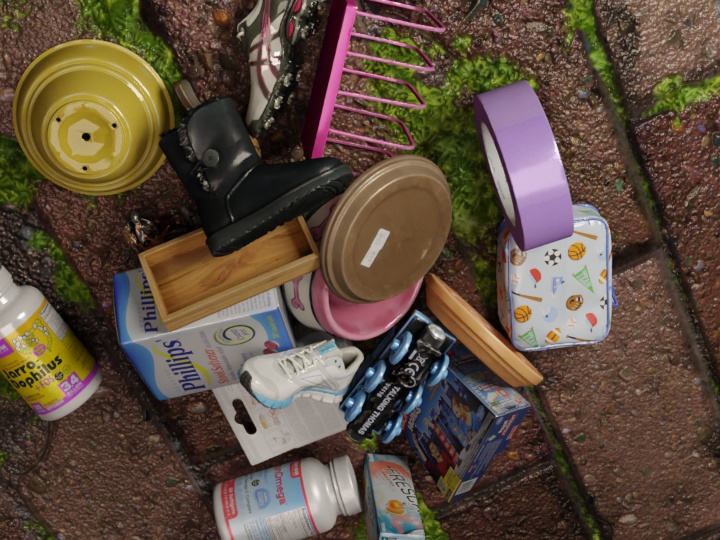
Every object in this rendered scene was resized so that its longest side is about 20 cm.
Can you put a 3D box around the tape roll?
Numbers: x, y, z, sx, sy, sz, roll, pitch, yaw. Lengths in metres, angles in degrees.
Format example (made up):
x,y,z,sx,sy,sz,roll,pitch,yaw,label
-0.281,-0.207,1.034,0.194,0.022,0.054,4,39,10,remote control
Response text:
x,y,z,sx,sy,sz,roll,pitch,yaw,label
0.199,-0.128,1.336,0.065,0.200,0.201,-18,114,3,tape roll

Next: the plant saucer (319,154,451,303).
x,y,z,sx,sy,sz,roll,pitch,yaw,label
0.038,-0.043,1.317,0.199,0.029,0.201,-23,132,-28,plant saucer

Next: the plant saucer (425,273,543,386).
x,y,z,sx,sy,sz,roll,pitch,yaw,label
0.154,0.084,1.423,0.200,0.200,0.037,41,94,-20,plant saucer

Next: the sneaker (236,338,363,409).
x,y,z,sx,sy,sz,roll,pitch,yaw,label
-0.071,0.119,1.370,0.199,0.075,0.087,1,135,-53,sneaker

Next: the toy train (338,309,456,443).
x,y,z,sx,sy,sz,roll,pitch,yaw,label
0.045,0.135,1.426,0.086,0.114,0.200,31,113,-12,toy train

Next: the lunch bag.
x,y,z,sx,sy,sz,roll,pitch,yaw,label
0.267,0.013,1.476,0.159,0.076,0.201,-8,113,-5,lunch bag

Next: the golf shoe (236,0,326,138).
x,y,z,sx,sy,sz,roll,pitch,yaw,label
-0.111,-0.263,1.327,0.088,0.077,0.201,23,108,7,golf shoe

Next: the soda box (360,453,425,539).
x,y,z,sx,sy,sz,roll,pitch,yaw,label
0.042,0.337,1.524,0.063,0.200,0.069,6,112,-8,soda box

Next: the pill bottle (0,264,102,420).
x,y,z,sx,sy,sz,roll,pitch,yaw,label
-0.434,0.092,1.421,0.104,0.104,0.200,-31,113,8,pill bottle

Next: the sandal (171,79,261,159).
x,y,z,sx,sy,sz,roll,pitch,yaw,label
-0.161,-0.162,1.363,0.054,0.082,0.200,-38,106,-9,sandal

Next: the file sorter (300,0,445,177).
x,y,z,sx,sy,sz,roll,pitch,yaw,label
0.012,-0.221,1.311,0.125,0.139,0.201,10,112,-12,file sorter

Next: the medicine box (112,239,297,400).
x,y,z,sx,sy,sz,roll,pitch,yaw,label
-0.193,0.068,1.390,0.199,0.103,0.182,-13,150,-1,medicine box

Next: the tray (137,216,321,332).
x,y,z,sx,sy,sz,roll,pitch,yaw,label
-0.155,-0.011,1.303,0.199,0.099,0.037,-23,153,-6,tray

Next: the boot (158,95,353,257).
x,y,z,sx,sy,sz,roll,pitch,yaw,label
-0.126,-0.131,1.255,0.199,0.076,0.169,-28,81,18,boot

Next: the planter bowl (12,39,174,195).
x,y,z,sx,sy,sz,roll,pitch,yaw,label
-0.330,-0.173,1.326,0.199,0.084,0.202,-2,113,-5,planter bowl

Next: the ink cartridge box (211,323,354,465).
x,y,z,sx,sy,sz,roll,pitch,yaw,label
-0.091,0.164,1.520,0.199,0.057,0.163,-20,114,7,ink cartridge box

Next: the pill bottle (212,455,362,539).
x,y,z,sx,sy,sz,roll,pitch,yaw,label
-0.103,0.332,1.557,0.199,0.109,0.109,-17,114,1,pill bottle

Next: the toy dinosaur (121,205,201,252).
x,y,z,sx,sy,sz,roll,pitch,yaw,label
-0.202,-0.037,1.411,0.199,0.102,0.136,11,129,-34,toy dinosaur

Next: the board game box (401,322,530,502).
x,y,z,sx,sy,sz,roll,pitch,yaw,label
0.121,0.176,1.490,0.061,0.200,0.201,-12,142,-30,board game box

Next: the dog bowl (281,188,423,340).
x,y,z,sx,sy,sz,roll,pitch,yaw,label
0.000,0.000,1.391,0.199,0.074,0.201,-20,124,-31,dog bowl
